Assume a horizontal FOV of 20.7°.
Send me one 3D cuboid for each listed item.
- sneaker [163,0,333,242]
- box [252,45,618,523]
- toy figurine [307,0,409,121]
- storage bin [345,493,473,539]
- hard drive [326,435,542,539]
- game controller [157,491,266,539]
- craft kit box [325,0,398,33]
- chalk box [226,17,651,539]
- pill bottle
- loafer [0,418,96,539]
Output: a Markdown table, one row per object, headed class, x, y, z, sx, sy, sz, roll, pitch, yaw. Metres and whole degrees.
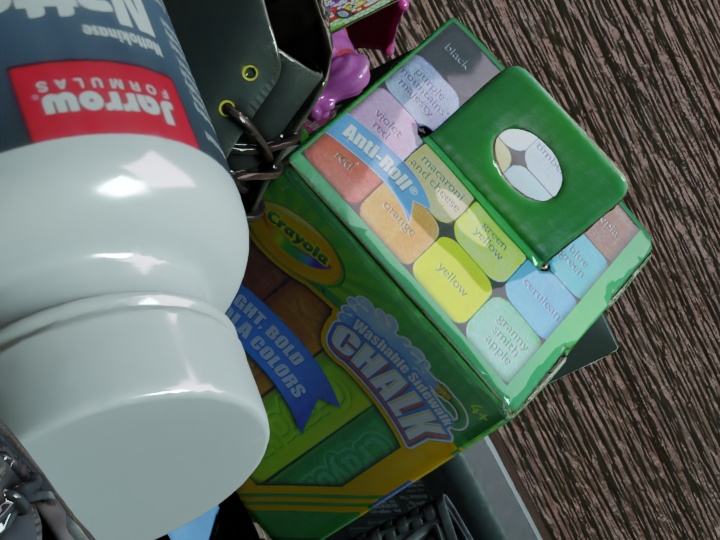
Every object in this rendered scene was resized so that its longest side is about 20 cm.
| class | x | y | z | sx | sy | sz | roll | pitch | yaw |
| --- | --- | --- | --- | --- | --- | --- | --- | --- | --- |
| sneaker | -0.058 | -0.018 | 0.650 | 0.075 | 0.106 | 0.200 | 8 | 71 | -64 |
| box | 0.000 | 0.000 | 0.971 | 0.149 | 0.200 | 0.124 | 61 | 6 | -24 |
| toy figurine | -0.064 | -0.092 | 0.880 | 0.150 | 0.184 | 0.200 | 58 | 8 | -46 |
| storage bin | 0.048 | 0.226 | 0.956 | 0.200 | 0.094 | 0.135 | 62 | 5 | -33 |
| hard drive | 0.039 | 0.153 | 1.077 | 0.033 | 0.139 | 0.200 | -42 | 112 | -40 |
| game controller | -0.087 | 0.057 | 0.714 | 0.200 | 0.042 | 0.104 | 62 | 6 | -18 |
| craft kit box | -0.096 | -0.159 | 0.814 | 0.200 | 0.197 | 0.049 | 65 | 4 | 22 |
| chalk box | 0.016 | 0.000 | 0.754 | 0.125 | 0.200 | 0.124 | 48 | 47 | -2 |
| pill bottle | -0.099 | -0.025 | 0.561 | 0.200 | 0.119 | 0.120 | 66 | 6 | 28 |
| loafer | -0.084 | 0.070 | 0.436 | 0.063 | 0.072 | 0.200 | 31 | -12 | 23 |
